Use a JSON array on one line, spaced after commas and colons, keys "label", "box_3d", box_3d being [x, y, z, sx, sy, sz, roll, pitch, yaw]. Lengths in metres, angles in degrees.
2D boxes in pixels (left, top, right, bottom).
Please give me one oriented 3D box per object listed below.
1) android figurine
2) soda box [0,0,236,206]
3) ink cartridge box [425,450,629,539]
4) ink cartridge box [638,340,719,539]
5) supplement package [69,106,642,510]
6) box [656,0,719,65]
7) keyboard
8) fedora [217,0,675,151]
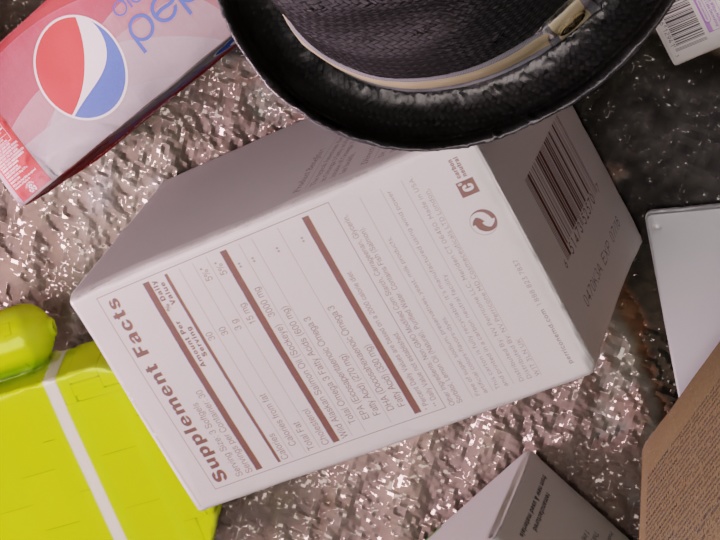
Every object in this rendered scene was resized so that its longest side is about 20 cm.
[{"label": "android figurine", "box_3d": [-0.149, 0.102, 1.076, 0.199, 0.041, 0.183, -19, 112, 11]}, {"label": "soda box", "box_3d": [-0.084, -0.112, 0.937, 0.200, 0.070, 0.064, -35, 94, 30]}, {"label": "ink cartridge box", "box_3d": [0.098, 0.207, 1.037, 0.200, 0.083, 0.147, 43, 121, -5]}, {"label": "ink cartridge box", "box_3d": [0.190, 0.059, 0.873, 0.075, 0.165, 0.201, 29, 118, -6]}, {"label": "supplement package", "box_3d": [0.000, 0.000, 0.942, 0.199, 0.117, 0.118, -21, 110, 27]}, {"label": "box", "box_3d": [0.099, -0.178, 0.862, 0.041, 0.039, 0.201, -22, 108, 26]}, {"label": "keyboard", "box_3d": [0.170, 0.062, 0.983, 0.056, 0.011, 0.201, -2, 115, 25]}, {"label": "fedora", "box_3d": [0.025, -0.140, 0.793, 0.199, 0.092, 0.202, 0, 90, 16]}]
